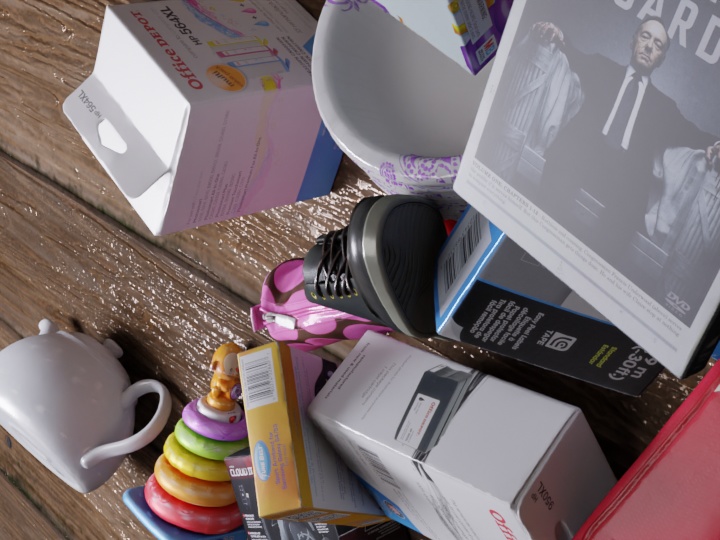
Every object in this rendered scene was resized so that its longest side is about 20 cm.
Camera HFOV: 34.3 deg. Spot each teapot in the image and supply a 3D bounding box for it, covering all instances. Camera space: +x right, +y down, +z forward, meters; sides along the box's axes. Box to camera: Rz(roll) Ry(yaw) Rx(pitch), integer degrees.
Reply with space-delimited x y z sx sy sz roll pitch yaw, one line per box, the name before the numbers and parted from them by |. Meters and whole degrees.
teapot | -0.317 0.139 1.297 0.200 0.146 0.197 43 159 -1

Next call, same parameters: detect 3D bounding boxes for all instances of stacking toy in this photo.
stacking toy | -0.146 0.165 1.145 0.109 0.115 0.203 30 110 39

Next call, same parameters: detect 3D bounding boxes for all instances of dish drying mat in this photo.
dish drying mat | 0.205 0.123 0.693 0.077 0.018 0.201 42 105 24

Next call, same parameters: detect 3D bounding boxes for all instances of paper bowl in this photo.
paper bowl | 0.077 -0.128 0.721 0.198 0.104 0.204 -11 64 24

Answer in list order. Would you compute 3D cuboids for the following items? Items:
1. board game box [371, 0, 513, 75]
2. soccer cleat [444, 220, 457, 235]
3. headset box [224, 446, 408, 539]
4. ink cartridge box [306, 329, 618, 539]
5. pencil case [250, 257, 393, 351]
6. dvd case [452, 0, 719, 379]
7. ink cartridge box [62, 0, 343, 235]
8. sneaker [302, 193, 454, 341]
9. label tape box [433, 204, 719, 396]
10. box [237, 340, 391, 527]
board game box | 0.087 -0.226 0.629 0.103 0.200 0.105 41 173 32
soccer cleat | 0.048 -0.098 0.827 0.067 0.076 0.202 -46 67 46
headset box | -0.035 0.227 1.035 0.148 0.076 0.203 -18 87 51
ink cartridge box | 0.079 0.139 0.818 0.198 0.085 0.145 18 151 45
pencil case | 0.002 0.018 0.907 0.199 0.093 0.092 -17 80 49
dvd case | 0.120 -0.077 0.482 0.150 0.024 0.202 43 134 32
ink cartridge box | -0.118 -0.127 0.917 0.129 0.198 0.126 47 134 28
sneaker | 0.000 0.000 0.723 0.104 0.200 0.076 10 78 18
label tape box | 0.157 -0.003 0.641 0.067 0.197 0.144 -85 18 -46
box | -0.025 0.133 0.901 0.041 0.200 0.121 -16 70 18
